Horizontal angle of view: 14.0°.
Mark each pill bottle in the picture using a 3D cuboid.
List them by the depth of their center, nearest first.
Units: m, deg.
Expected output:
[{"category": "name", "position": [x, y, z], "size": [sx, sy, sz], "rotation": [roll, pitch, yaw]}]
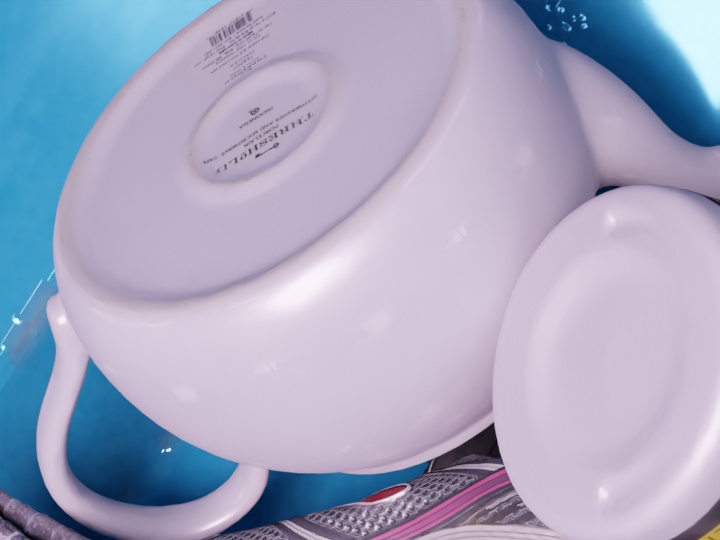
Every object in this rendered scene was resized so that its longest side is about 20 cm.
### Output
[{"category": "pill bottle", "position": [0.148, 0.045, 0.929], "size": [0.111, 0.199, 0.112], "rotation": [-21, 63, 48]}]

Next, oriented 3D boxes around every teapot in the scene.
[{"category": "teapot", "position": [0.000, 0.000, 0.995], "size": [0.199, 0.198, 0.146], "rotation": [2, 142, 42]}]

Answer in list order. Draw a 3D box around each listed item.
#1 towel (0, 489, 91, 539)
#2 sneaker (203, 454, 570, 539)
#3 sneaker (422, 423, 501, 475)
[{"category": "towel", "position": [-0.078, 0.171, 1.018], "size": [0.199, 0.086, 0.166], "rotation": [22, 149, 29]}, {"category": "sneaker", "position": [0.015, 0.105, 0.998], "size": [0.199, 0.075, 0.081], "rotation": [-8, 133, 35]}, {"category": "sneaker", "position": [0.062, 0.126, 1.043], "size": [0.104, 0.060, 0.201], "rotation": [21, 101, 16]}]
